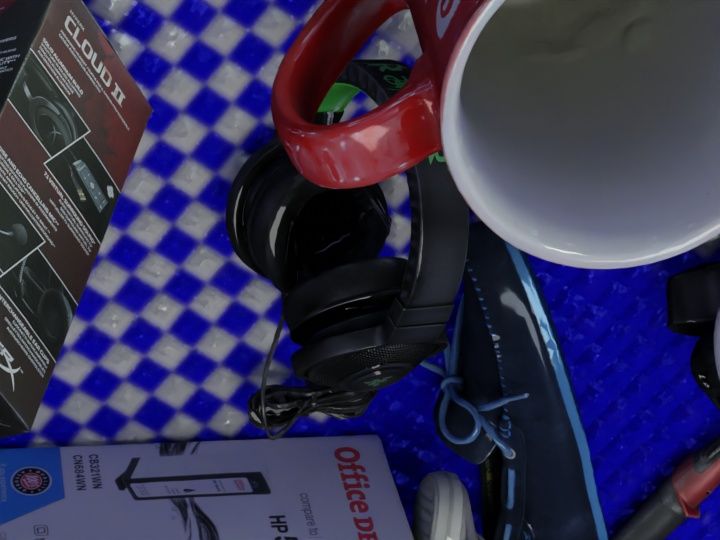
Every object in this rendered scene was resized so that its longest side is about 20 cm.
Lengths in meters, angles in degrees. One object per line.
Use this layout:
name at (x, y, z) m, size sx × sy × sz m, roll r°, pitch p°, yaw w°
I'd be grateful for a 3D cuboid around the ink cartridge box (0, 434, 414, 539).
ink cartridge box at (-0.076, 0.147, 1.042) m, size 0.200 × 0.146 × 0.084 m, roll -3°, pitch 120°, yaw -10°

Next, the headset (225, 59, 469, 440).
headset at (0.000, 0.000, 0.993) m, size 0.094 × 0.124 × 0.200 m, roll -3°, pitch 139°, yaw -32°

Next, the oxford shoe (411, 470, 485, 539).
oxford shoe at (0.051, 0.162, 1.102) m, size 0.058 × 0.075 × 0.200 m, roll 2°, pitch 139°, yaw 5°

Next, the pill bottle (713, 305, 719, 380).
pill bottle at (0.250, 0.002, 0.991) m, size 0.200 × 0.111 × 0.111 m, roll -35°, pitch 132°, yaw -38°

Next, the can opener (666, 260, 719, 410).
can opener at (0.238, 0.033, 1.073) m, size 0.200 × 0.063 × 0.079 m, roll 1°, pitch 84°, yaw -19°

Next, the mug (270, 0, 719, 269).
mug at (0.057, -0.110, 0.877) m, size 0.177 × 0.200 × 0.134 m, roll 4°, pitch 121°, yaw -13°

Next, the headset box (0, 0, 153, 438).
headset box at (-0.176, -0.021, 0.885) m, size 0.149 × 0.200 × 0.077 m, roll -14°, pitch 127°, yaw 24°

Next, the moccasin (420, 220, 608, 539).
moccasin at (0.066, 0.068, 1.061) m, size 0.068 × 0.080 × 0.200 m, roll -15°, pitch 122°, yaw 3°

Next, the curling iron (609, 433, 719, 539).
curling iron at (0.169, 0.111, 1.138) m, size 0.200 × 0.026 × 0.050 m, roll -42°, pitch 117°, yaw 15°
